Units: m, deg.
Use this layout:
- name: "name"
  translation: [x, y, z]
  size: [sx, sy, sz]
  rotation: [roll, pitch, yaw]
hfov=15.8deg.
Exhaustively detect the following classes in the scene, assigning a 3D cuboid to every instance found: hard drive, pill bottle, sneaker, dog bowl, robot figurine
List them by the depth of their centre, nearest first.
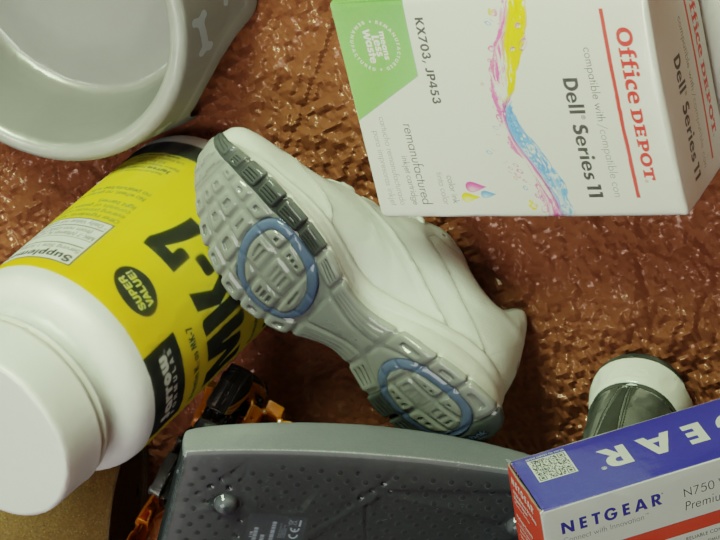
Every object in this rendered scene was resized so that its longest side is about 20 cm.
- name: "hard drive"
  translation: [-0.004, 0.134, 1.269]
  size: [0.199, 0.042, 0.135]
  rotation: [6, 122, -17]
- name: "sneaker"
  translation: [0.000, 0.000, 1.288]
  size: [0.200, 0.087, 0.074]
  rotation: [44, 136, -11]
- name: "pill bottle"
  translation: [-0.126, 0.027, 1.296]
  size: [0.114, 0.200, 0.115]
  rotation: [19, 131, 24]
- name: "dog bowl"
  translation: [-0.152, -0.145, 1.300]
  size: [0.199, 0.059, 0.201]
  rotation: [13, 125, 20]
- name: "sneaker"
  translation: [0.143, 0.148, 1.303]
  size: [0.066, 0.091, 0.201]
  rotation: [-3, 118, 24]
- name: "robot figurine"
  translation: [-0.089, 0.147, 1.359]
  size: [0.058, 0.201, 0.145]
  rotation: [24, 162, 7]

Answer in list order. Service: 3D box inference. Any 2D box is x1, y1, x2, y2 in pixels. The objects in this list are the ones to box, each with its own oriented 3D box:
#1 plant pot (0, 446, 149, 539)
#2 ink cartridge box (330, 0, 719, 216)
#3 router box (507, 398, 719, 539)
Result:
- name: "plant pot"
  translation: [-0.224, 0.118, 1.446]
  size: [0.199, 0.187, 0.187]
  rotation: [6, 123, 8]
- name: "ink cartridge box"
  translation: [0.097, -0.089, 1.194]
  size: [0.199, 0.067, 0.118]
  rotation: [0, 119, 29]
- name: "router box"
  translation: [0.181, 0.149, 1.238]
  size: [0.199, 0.049, 0.180]
  rotation: [-15, 118, -10]
